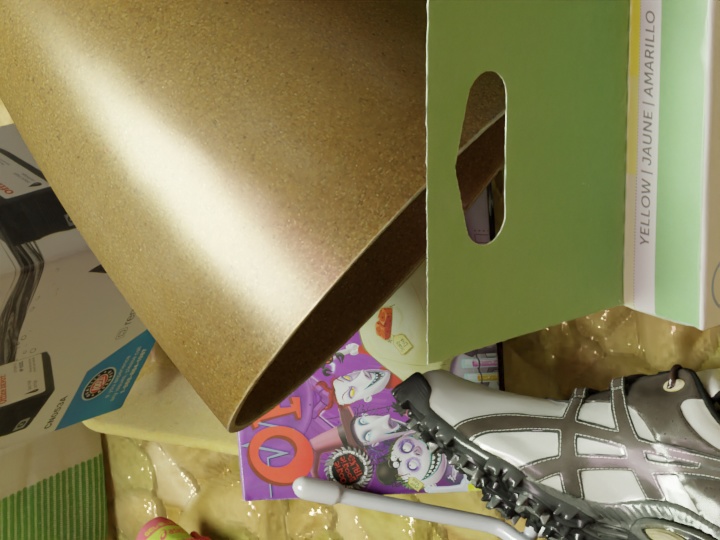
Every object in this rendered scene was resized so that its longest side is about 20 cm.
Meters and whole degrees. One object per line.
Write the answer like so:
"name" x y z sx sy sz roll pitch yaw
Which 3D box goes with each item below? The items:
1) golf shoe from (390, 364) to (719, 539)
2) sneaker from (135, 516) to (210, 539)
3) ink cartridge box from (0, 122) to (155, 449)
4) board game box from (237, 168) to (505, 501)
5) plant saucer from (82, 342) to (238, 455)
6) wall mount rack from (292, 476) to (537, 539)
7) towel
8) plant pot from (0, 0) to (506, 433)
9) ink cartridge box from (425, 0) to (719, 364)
"golf shoe" 0.108 0.075 1.117 0.200 0.078 0.095 27 80 26
"sneaker" -0.084 0.165 1.340 0.200 0.078 0.091 -16 85 45
"ink cartridge box" -0.180 0.015 1.226 0.084 0.200 0.145 50 132 22
"board game box" 0.000 0.000 1.185 0.120 0.032 0.201 -3 103 10
"plant saucer" -0.068 -0.016 1.283 0.200 0.048 0.201 6 108 45
"wall mount rack" 0.043 0.172 1.205 0.174 0.074 0.201 32 124 24
"towel" -0.188 0.090 1.363 0.023 0.152 0.201 5 108 39
"plant pot" -0.058 -0.071 1.079 0.200 0.186 0.186 43 132 5
"ink cartridge box" 0.110 -0.050 0.982 0.048 0.200 0.146 17 115 43
